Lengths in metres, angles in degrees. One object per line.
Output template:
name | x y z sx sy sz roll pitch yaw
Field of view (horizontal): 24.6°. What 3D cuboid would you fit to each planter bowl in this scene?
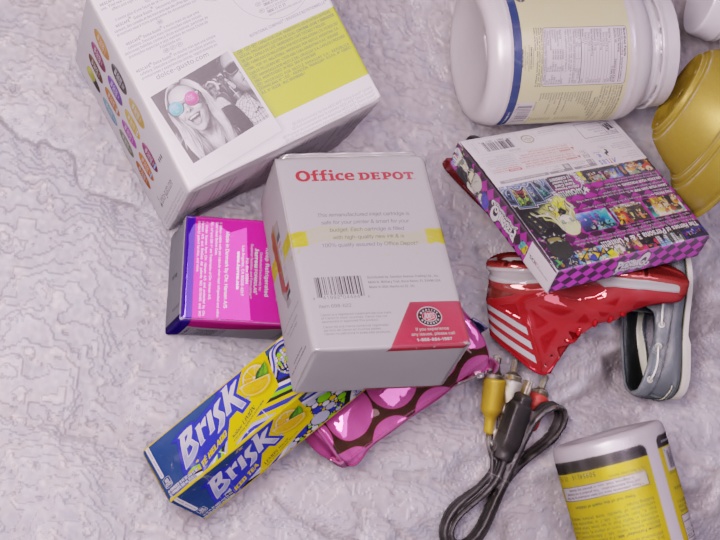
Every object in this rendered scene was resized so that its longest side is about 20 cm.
planter bowl | 0.349 -0.157 1.647 0.083 0.200 0.201 31 76 -5

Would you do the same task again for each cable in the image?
cable | 0.139 0.187 1.638 0.097 0.050 0.201 22 89 -27

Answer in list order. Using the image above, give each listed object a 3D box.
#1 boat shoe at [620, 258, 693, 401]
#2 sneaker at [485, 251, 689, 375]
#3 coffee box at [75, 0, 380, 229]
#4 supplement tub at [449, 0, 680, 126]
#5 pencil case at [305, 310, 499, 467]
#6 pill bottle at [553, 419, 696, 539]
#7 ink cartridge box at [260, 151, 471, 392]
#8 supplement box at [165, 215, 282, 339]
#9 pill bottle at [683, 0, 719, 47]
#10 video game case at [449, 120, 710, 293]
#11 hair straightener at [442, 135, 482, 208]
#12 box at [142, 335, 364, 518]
boat shoe | 0.291 0.032 1.666 0.062 0.073 0.201 -2 87 -29
sneaker | 0.222 0.044 1.640 0.199 0.078 0.116 5 106 9
coffee box | -0.129 -0.181 1.529 0.200 0.200 0.198 -27 88 -16
supplement tub | 0.202 -0.220 1.647 0.199 0.145 0.146 -4 83 -15
pencil case | 0.032 0.111 1.584 0.200 0.091 0.094 -34 78 -13
pill bottle | 0.267 0.256 1.610 0.114 0.114 0.201 -14 85 -16
ink cartridge box | 0.000 0.000 1.468 0.145 0.083 0.201 -2 60 -18
supplement box | -0.077 0.012 1.565 0.199 0.101 0.104 5 79 -14
pill bottle | 0.447 -0.258 1.731 0.199 0.112 0.112 17 78 -11
video game case | 0.214 -0.070 1.615 0.199 0.036 0.181 -13 53 -32
hair straightener | 0.176 -0.064 1.671 0.200 0.041 0.077 45 75 -4
box | -0.097 0.137 1.513 0.200 0.070 0.064 -40 56 6
